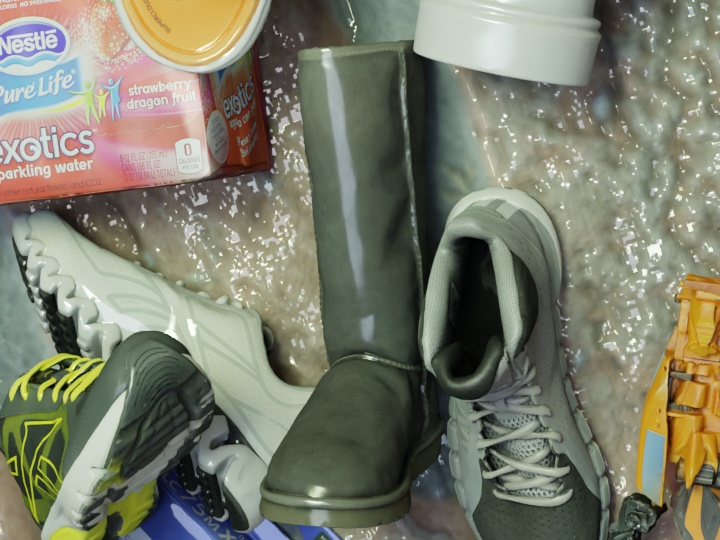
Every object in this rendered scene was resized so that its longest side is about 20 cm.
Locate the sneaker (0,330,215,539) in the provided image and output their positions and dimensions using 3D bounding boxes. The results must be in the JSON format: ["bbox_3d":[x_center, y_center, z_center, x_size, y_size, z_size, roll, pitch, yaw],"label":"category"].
[{"bbox_3d":[-0.129,0.072,0.934,0.085,0.074,0.200,51,147,11],"label":"sneaker"}]

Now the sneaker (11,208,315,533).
[{"bbox_3d":[-0.095,0.036,1.010,0.081,0.075,0.200,-40,71,-18],"label":"sneaker"}]

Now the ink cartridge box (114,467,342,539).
[{"bbox_3d":[-0.101,0.184,1.041,0.119,0.042,0.200,44,105,6],"label":"ink cartridge box"}]

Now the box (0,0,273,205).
[{"bbox_3d":[-0.152,-0.084,0.989,0.198,0.095,0.101,-6,94,16],"label":"box"}]

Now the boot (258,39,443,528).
[{"bbox_3d":[-0.002,0.000,0.920,0.072,0.182,0.202,4,103,10],"label":"boot"}]

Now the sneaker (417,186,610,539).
[{"bbox_3d":[0.061,0.066,0.937,0.074,0.115,0.202,-11,94,17],"label":"sneaker"}]

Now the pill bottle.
[{"bbox_3d":[0.081,-0.188,0.901,0.111,0.112,0.202,13,101,14],"label":"pill bottle"}]

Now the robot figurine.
[{"bbox_3d":[0.183,0.108,0.936,0.143,0.058,0.202,6,98,12],"label":"robot figurine"}]

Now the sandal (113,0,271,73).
[{"bbox_3d":[-0.066,-0.192,0.888,0.078,0.059,0.209,12,88,12],"label":"sandal"}]
